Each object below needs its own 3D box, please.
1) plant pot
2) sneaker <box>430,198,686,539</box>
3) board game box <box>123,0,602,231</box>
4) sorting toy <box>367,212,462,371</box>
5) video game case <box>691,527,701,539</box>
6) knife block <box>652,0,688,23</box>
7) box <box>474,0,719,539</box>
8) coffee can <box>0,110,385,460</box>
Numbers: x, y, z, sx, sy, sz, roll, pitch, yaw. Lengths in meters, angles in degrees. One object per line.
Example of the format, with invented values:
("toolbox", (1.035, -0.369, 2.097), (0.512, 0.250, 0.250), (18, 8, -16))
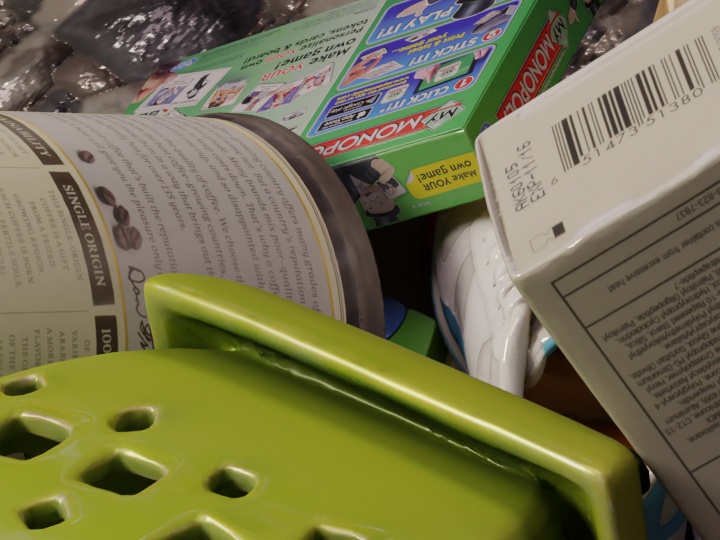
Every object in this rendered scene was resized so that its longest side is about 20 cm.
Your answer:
("plant pot", (-0.026, 0.124, 0.739), (0.199, 0.200, 0.181), (22, 46, 38))
("sneaker", (0.068, 0.023, 0.887), (0.076, 0.081, 0.201), (-6, 48, -7))
("board game box", (-0.018, -0.052, 0.992), (0.199, 0.029, 0.135), (-15, 30, 34))
("sorting toy", (0.000, 0.000, 0.996), (0.185, 0.037, 0.200), (25, 54, 40))
("video game case", (0.192, 0.054, 0.877), (0.180, 0.023, 0.201), (-11, 39, 6))
("knife block", (0.130, 0.002, 0.889), (0.063, 0.200, 0.177), (-2, 77, -1))
("box", (0.123, 0.030, 0.736), (0.095, 0.200, 0.078), (-30, 29, 11))
("coffee can", (-0.112, 0.022, 0.849), (0.199, 0.147, 0.146), (-1, 22, -45))
